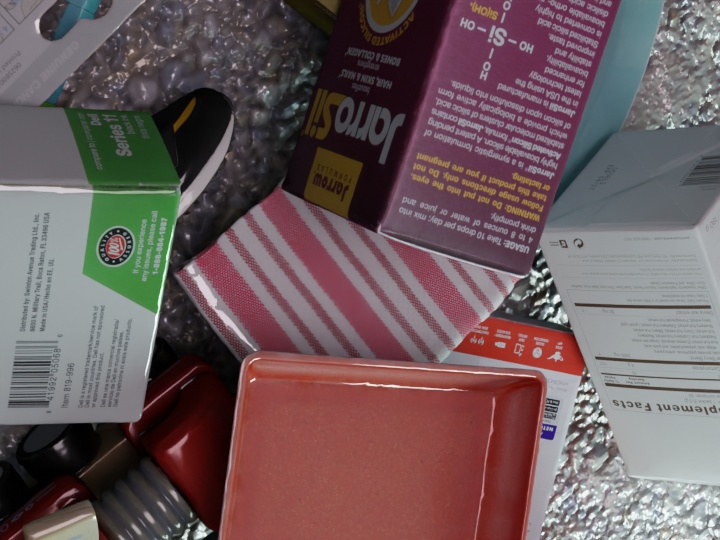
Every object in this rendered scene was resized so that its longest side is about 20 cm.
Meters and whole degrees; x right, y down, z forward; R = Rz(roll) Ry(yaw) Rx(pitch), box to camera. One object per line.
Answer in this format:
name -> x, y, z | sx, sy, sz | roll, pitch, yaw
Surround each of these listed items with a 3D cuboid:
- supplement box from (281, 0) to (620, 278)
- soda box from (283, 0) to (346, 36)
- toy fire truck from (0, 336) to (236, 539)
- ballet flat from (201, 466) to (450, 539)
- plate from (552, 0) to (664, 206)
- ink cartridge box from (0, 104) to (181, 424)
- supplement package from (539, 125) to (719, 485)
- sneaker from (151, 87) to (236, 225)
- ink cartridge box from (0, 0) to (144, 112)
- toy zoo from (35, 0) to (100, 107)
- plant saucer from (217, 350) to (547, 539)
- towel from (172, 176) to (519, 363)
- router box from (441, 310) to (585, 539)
supplement box -> 0.052, -0.114, 0.848 | 0.103, 0.131, 0.202 | 16, 95, -30
soda box -> -0.062, -0.214, 0.883 | 0.199, 0.068, 0.064 | 37, 85, -26
toy fire truck -> -0.130, 0.126, 0.846 | 0.176, 0.200, 0.129 | -39, 113, -12
ballet flat -> -0.007, 0.155, 0.925 | 0.199, 0.076, 0.064 | -26, 117, -15
plate -> 0.136, -0.121, 0.960 | 0.200, 0.025, 0.201 | -48, 153, -35
ink cartridge box -> -0.202, -0.003, 0.768 | 0.198, 0.083, 0.148 | 1, 123, -23
supplement package -> 0.216, 0.023, 0.998 | 0.121, 0.119, 0.201 | -47, 123, -38
sneaker -> -0.158, -0.045, 0.872 | 0.200, 0.070, 0.090 | -45, 117, -8
ink cartridge box -> -0.189, -0.197, 0.787 | 0.162, 0.057, 0.200 | -43, 99, 7
toy zoo -> -0.195, -0.163, 0.813 | 0.130, 0.020, 0.201 | 25, 94, 10
plant saucer -> 0.003, 0.146, 0.867 | 0.198, 0.037, 0.202 | 6, 94, -31
towel -> 0.000, 0.000, 0.929 | 0.200, 0.030, 0.147 | -42, 98, -27
router box -> 0.035, 0.108, 1.000 | 0.198, 0.049, 0.181 | 11, 96, -25
